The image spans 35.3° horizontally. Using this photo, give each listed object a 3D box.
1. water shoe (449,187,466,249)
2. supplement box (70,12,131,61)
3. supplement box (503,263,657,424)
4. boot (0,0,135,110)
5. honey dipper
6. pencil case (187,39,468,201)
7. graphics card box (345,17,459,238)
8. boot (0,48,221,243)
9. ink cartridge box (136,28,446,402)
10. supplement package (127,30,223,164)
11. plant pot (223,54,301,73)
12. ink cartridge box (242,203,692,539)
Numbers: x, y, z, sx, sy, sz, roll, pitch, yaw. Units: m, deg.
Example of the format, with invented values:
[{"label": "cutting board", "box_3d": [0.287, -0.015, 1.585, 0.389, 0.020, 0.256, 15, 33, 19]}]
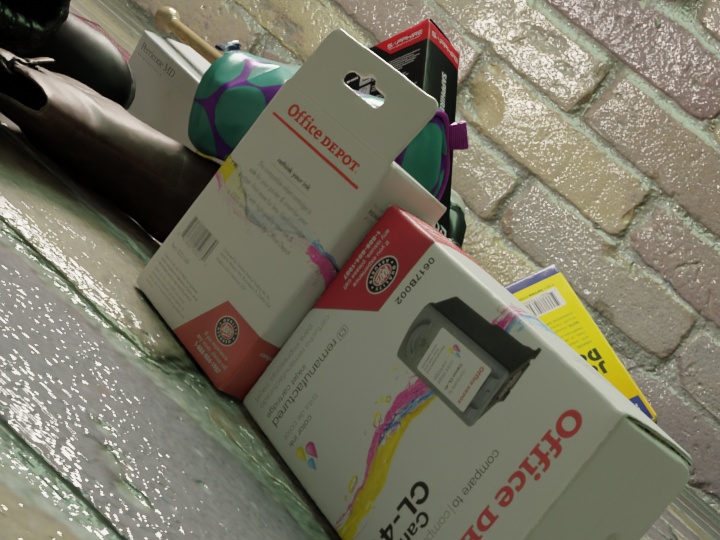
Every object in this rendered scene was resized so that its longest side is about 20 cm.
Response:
[{"label": "water shoe", "box_3d": [0.000, 0.000, 0.914, 0.071, 0.199, 0.080, 30, 43, -33]}, {"label": "supplement box", "box_3d": [-0.277, -0.211, 1.171, 0.109, 0.061, 0.200, 40, 7, 0]}, {"label": "supplement box", "box_3d": [0.193, 0.115, 1.106, 0.110, 0.108, 0.201, 73, -8, -51]}, {"label": "boot", "box_3d": [-0.237, -0.182, 0.843, 0.209, 0.081, 0.157, 25, -17, -33]}, {"label": "honey dipper", "box_3d": [-0.115, -0.174, 0.950, 0.200, 0.038, 0.038, 43, 7, 34]}, {"label": "pencil case", "box_3d": [-0.029, -0.098, 0.799, 0.198, 0.092, 0.086, 23, -47, 34]}, {"label": "graphics card box", "box_3d": [0.012, -0.088, 0.880, 0.051, 0.124, 0.203, 40, 44, -39]}, {"label": "boot", "box_3d": [-0.174, -0.079, 0.779, 0.198, 0.073, 0.166, 32, 0, 20]}, {"label": "ink cartridge box", "box_3d": [-0.031, -0.030, 0.676, 0.116, 0.201, 0.067, 44, 8, 39]}, {"label": "supplement package", "box_3d": [-0.112, -0.100, 1.007, 0.200, 0.112, 0.155, 42, 18, 30]}, {"label": "plant pot", "box_3d": [-0.112, -0.179, 1.423, 0.200, 0.201, 0.195, 41, 14, 23]}, {"label": "ink cartridge box", "box_3d": [0.046, 0.082, 0.586, 0.085, 0.148, 0.200, 33, 8, -43]}]
